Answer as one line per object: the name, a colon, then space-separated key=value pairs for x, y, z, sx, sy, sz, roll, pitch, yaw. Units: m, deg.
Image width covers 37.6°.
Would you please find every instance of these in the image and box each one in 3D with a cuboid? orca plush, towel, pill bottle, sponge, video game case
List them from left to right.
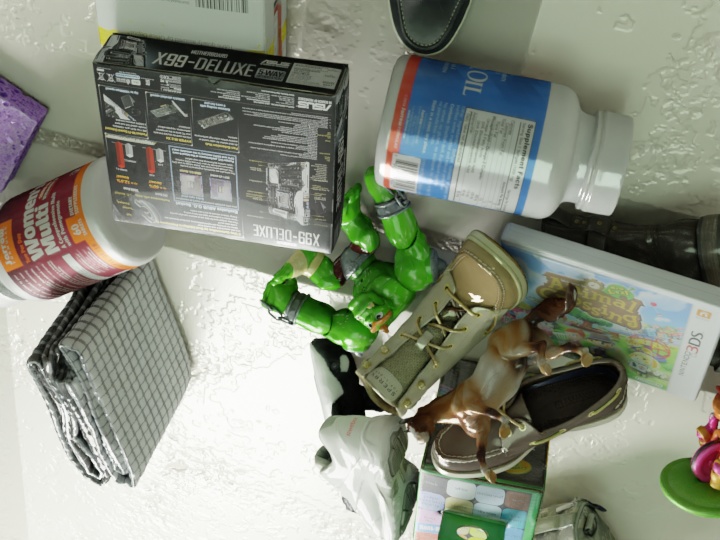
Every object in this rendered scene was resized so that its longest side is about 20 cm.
sponge: x=-0.410 y=-0.170 z=1.021 sx=0.199 sy=0.030 sz=0.112 roll=35 pitch=129 yaw=-14
pill bottle: x=-0.299 y=-0.033 z=1.052 sx=0.198 sy=0.110 sz=0.110 roll=-18 pitch=122 yaw=28
towel: x=-0.265 y=0.104 z=1.122 sx=0.085 sy=0.166 sz=0.202 roll=2 pitch=130 yaw=21
orca plush: x=-0.001 y=0.163 z=1.140 sx=0.070 sy=0.105 sz=0.203 roll=-13 pitch=93 yaw=-7
pill bottle: x=0.117 y=-0.106 z=0.874 sx=0.197 sy=0.113 sz=0.113 roll=12 pitch=131 yaw=4
video game case: x=0.222 y=0.042 z=0.961 sx=0.198 sy=0.022 sz=0.183 roll=19 pitch=153 yaw=18

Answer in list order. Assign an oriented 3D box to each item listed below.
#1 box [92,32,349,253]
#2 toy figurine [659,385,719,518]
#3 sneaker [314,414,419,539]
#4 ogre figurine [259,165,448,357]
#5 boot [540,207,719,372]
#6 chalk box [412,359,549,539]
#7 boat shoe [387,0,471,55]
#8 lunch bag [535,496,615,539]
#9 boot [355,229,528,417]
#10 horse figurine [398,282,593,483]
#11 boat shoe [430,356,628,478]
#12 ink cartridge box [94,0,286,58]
box: x=-0.111 y=-0.102 z=0.871 sx=0.197 sy=0.050 sz=0.159 roll=8 pitch=131 yaw=6
toy figurine: x=0.382 y=0.122 z=0.977 sx=0.197 sy=0.151 sz=0.186 roll=-5 pitch=118 yaw=-10
sneaker: x=0.004 y=0.208 z=1.080 sx=0.098 sy=0.078 sz=0.202 roll=12 pitch=135 yaw=22
ogre figurine: x=0.000 y=0.000 z=1.010 sx=0.120 sy=0.098 sz=0.200 roll=41 pitch=101 yaw=-3
boot: x=0.255 y=0.013 z=0.976 sx=0.172 sy=0.070 sz=0.201 roll=1 pitch=134 yaw=27
chalk box: x=0.123 y=0.209 z=1.075 sx=0.123 sy=0.201 sz=0.125 roll=10 pitch=133 yaw=8
boat shoe: x=0.059 y=-0.249 z=0.804 sx=0.074 sy=0.063 sz=0.201 roll=14 pitch=133 yaw=1
lunch bag: x=0.202 y=0.348 z=1.211 sx=0.198 sy=0.140 sz=0.168 roll=-18 pitch=123 yaw=27
boot: x=0.068 y=0.055 z=0.951 sx=0.072 sy=0.154 sz=0.200 roll=45 pitch=165 yaw=12
horse figurine: x=0.129 y=0.096 z=0.945 sx=0.050 sy=0.133 sz=0.201 roll=36 pitch=92 yaw=-22
boat shoe: x=0.157 y=0.134 z=0.990 sx=0.198 sy=0.072 sz=0.060 roll=-20 pitch=150 yaw=0
ink cartridge box: x=-0.137 y=-0.212 z=0.874 sx=0.143 sy=0.084 sz=0.202 roll=10 pitch=130 yaw=6
